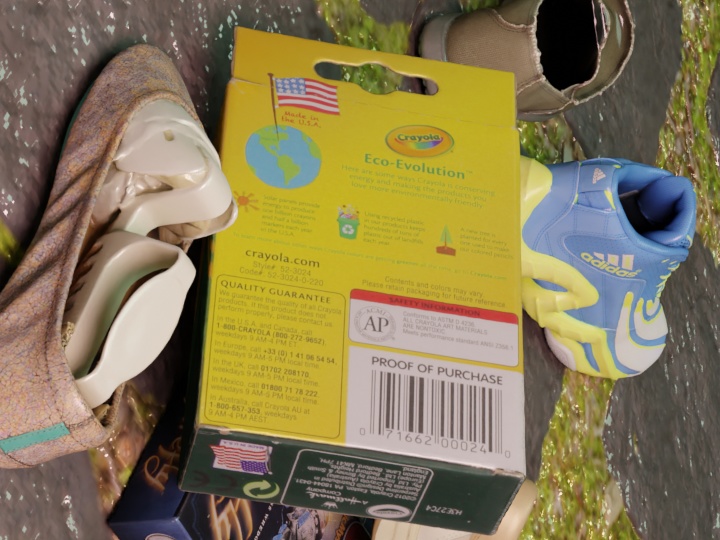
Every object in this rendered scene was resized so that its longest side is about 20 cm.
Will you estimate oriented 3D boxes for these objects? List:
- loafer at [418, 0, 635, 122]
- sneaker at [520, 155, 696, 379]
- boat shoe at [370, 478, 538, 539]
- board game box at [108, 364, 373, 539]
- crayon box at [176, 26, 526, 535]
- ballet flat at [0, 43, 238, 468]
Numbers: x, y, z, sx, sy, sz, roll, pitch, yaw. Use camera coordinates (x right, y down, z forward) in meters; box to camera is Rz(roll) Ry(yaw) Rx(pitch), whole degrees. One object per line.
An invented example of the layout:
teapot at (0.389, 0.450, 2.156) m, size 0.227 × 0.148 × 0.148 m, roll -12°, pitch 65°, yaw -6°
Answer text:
loafer at (0.103, -0.113, 1.136) m, size 0.200 × 0.069 × 0.076 m, roll -28°, pitch 108°, yaw -57°
sneaker at (0.138, 0.001, 1.137) m, size 0.200 × 0.105 × 0.076 m, roll 36°, pitch 54°, yaw -50°
boat shoe at (0.038, 0.155, 0.917) m, size 0.074 × 0.066 × 0.201 m, roll -64°, pitch 162°, yaw -44°
board game box at (-0.023, 0.074, 0.921) m, size 0.136 × 0.034 × 0.201 m, roll 60°, pitch 38°, yaw -34°
crayon box at (0.000, 0.000, 0.868) m, size 0.051 × 0.126 × 0.201 m, roll 110°, pitch -14°, yaw -52°
ballet flat at (-0.083, -0.010, 0.807) m, size 0.068 × 0.067 × 0.201 m, roll 53°, pitch 42°, yaw -38°
